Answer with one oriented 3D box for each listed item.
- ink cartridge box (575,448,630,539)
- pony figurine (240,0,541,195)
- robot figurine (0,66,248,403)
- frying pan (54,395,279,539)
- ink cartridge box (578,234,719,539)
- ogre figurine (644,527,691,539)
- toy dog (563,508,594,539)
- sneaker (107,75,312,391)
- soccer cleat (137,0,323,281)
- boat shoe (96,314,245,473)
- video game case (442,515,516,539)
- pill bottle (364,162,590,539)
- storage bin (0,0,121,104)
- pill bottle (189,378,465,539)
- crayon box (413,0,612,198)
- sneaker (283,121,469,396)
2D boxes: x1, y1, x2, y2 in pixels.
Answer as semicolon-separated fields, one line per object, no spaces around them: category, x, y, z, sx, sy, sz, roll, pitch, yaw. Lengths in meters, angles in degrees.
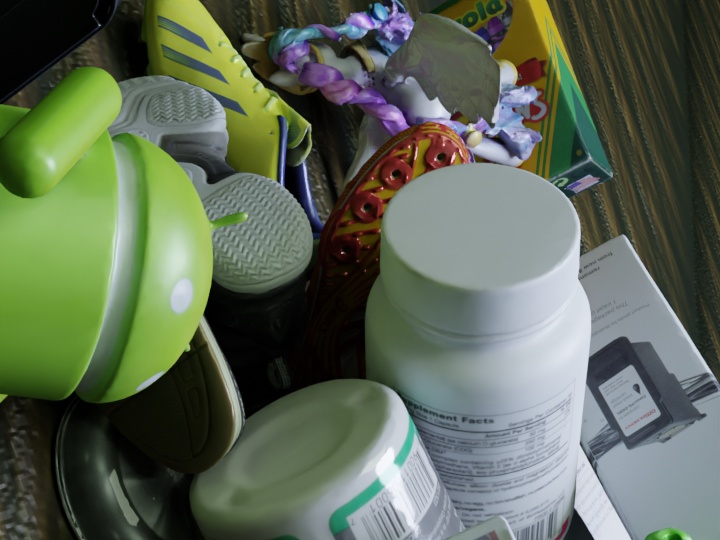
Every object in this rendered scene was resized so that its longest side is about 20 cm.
ink cartridge box;0.121;0.158;1.041;0.201;0.067;0.117;61;29;0
pony figurine;0.035;-0.109;1.083;0.193;0.167;0.199;41;28;31
robot figurine;-0.150;-0.009;0.656;0.198;0.176;0.116;9;38;-25
frying pan;-0.077;0.108;0.806;0.189;0.031;0.116;10;57;-53
ink cartridge box;0.175;0.104;0.909;0.145;0.083;0.201;54;8;-51
ogre figurine;0.176;0.212;0.716;0.120;0.097;0.202;112;-17;-72
toy dog;0.107;0.186;0.930;0.131;0.096;0.201;-6;60;-28
sneaker;-0.088;-0.018;0.854;0.200;0.075;0.115;46;-31;44
soccer cleat;-0.066;-0.085;0.939;0.065;0.083;0.201;-1;65;-60
boat shoe;-0.113;0.006;0.770;0.201;0.072;0.066;51;20;14
video game case;0.000;0.207;0.670;0.018;0.199;0.144;86;-20;-70
pill bottle;0.058;0.053;0.816;0.114;0.112;0.201;-82;173;-49
storage bin;-0.205;-0.183;0.743;0.200;0.135;0.094;48;29;-22
pill bottle;0.008;0.163;0.776;0.201;0.112;0.113;65;25;-21
crayon box;0.095;-0.134;1.208;0.051;0.126;0.201;25;43;-57
sneaker;0.000;0.000;0.880;0.072;0.201;0.077;19;29;-14
